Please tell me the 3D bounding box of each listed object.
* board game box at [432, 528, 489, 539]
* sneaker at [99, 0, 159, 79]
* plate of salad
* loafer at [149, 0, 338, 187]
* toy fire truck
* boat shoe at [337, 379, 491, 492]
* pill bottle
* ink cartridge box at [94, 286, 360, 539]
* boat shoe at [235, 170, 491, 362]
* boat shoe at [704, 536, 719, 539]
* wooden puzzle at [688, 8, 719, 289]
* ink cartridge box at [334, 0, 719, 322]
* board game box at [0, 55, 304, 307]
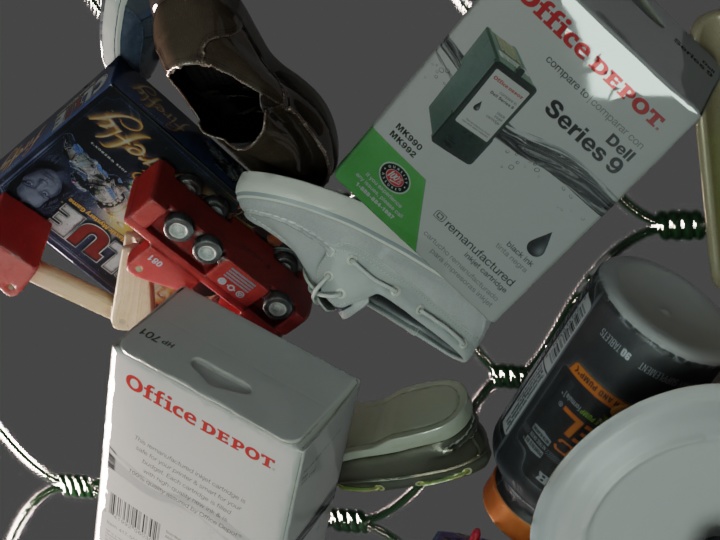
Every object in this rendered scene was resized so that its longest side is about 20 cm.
[{"bbox_3d":[0.119,0.212,0.971,0.156,0.200,0.039,21,101,11],"label":"board game box"},{"bbox_3d":[-0.079,-0.184,0.899,0.145,0.077,0.204,28,120,3],"label":"sneaker"},{"bbox_3d":[0.200,0.148,0.891,0.197,0.048,0.203,-6,122,-9],"label":"plate of salad"},{"bbox_3d":[-0.077,-0.100,0.900,0.072,0.072,0.200,-12,146,24],"label":"loafer"},{"bbox_3d":[-0.145,0.000,0.953,0.140,0.049,0.199,-35,121,28],"label":"toy fire truck"},{"bbox_3d":[0.000,0.131,1.029,0.199,0.073,0.061,-13,124,30],"label":"boat shoe"},{"bbox_3d":[0.157,0.098,0.946,0.105,0.106,0.201,29,120,1],"label":"pill bottle"},{"bbox_3d":[-0.093,0.135,0.935,0.145,0.086,0.202,27,128,17],"label":"ink cartridge box"},{"bbox_3d":[0.000,0.000,0.943,0.198,0.072,0.069,28,78,-20],"label":"boat shoe"},{"bbox_3d":[0.292,0.209,0.873,0.197,0.076,0.061,8,119,-14],"label":"boat shoe"},{"bbox_3d":[0.307,-0.074,0.858,0.197,0.037,0.188,-4,113,18],"label":"wooden puzzle"},{"bbox_3d":[0.101,-0.092,0.873,0.146,0.084,0.200,42,124,0],"label":"ink cartridge box"},{"bbox_3d":[-0.140,-0.037,0.977,0.135,0.035,0.200,-34,121,28],"label":"board game box"}]
